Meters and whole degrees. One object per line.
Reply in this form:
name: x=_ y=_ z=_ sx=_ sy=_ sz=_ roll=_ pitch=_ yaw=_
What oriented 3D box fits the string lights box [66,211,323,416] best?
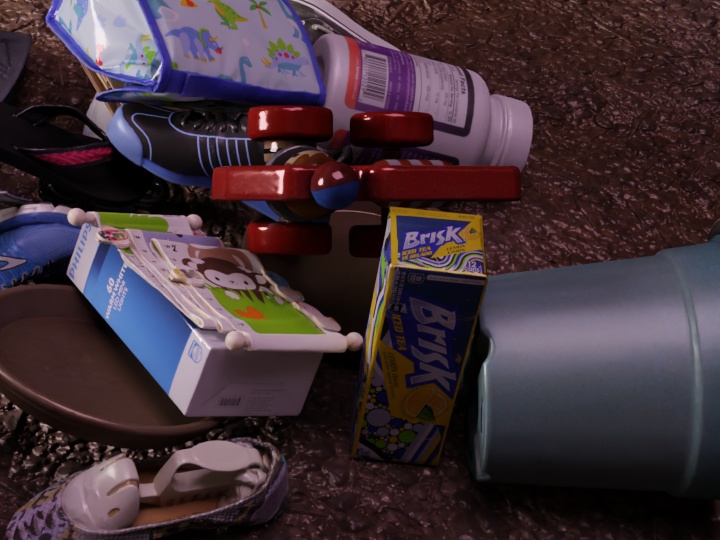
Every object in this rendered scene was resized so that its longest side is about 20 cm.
string lights box: x=-0.127 y=0.031 z=1.086 sx=0.102 sy=0.059 sz=0.200 roll=4 pitch=27 yaw=-41

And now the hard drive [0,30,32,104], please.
hard drive: x=-0.367 y=-0.164 z=1.276 sx=0.134 sy=0.043 sz=0.200 roll=8 pitch=29 yaw=-4

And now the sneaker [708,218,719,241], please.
sneaker: x=0.360 y=0.028 z=1.229 sx=0.200 sy=0.075 sz=0.106 roll=39 pitch=47 yaw=26

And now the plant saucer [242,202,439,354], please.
plant saucer: x=0.000 y=0.000 z=1.206 sx=0.199 sy=0.030 sz=0.201 roll=6 pitch=42 yaw=-5

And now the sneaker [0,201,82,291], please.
sneaker: x=-0.286 y=0.004 z=1.129 sx=0.199 sy=0.079 sz=0.090 roll=-8 pitch=68 yaw=-28

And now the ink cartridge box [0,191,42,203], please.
ink cartridge box: x=-0.357 y=-0.084 z=1.134 sx=0.199 sy=0.044 sz=0.196 roll=5 pitch=0 yaw=-6

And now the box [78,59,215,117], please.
box: x=-0.143 y=-0.155 z=1.312 sx=0.199 sy=0.021 sz=0.164 roll=1 pitch=41 yaw=-39

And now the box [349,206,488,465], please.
box: x=0.039 y=0.051 z=1.044 sx=0.070 sy=0.201 sz=0.065 roll=6 pitch=44 yaw=-5

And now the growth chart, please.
growth chart: x=-0.102 y=0.008 z=1.061 sx=0.200 sy=0.018 sz=0.144 roll=36 pitch=23 yaw=31

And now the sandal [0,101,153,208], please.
sandal: x=-0.242 y=-0.103 z=1.160 sx=0.199 sy=0.045 sz=0.075 roll=20 pitch=34 yaw=-39

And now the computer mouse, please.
computer mouse: x=-0.212 y=-0.125 z=1.291 sx=0.109 sy=0.044 sz=0.201 roll=9 pitch=43 yaw=-5

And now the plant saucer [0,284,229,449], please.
plant saucer: x=-0.185 y=0.070 z=1.055 sx=0.199 sy=0.030 sz=0.200 roll=20 pitch=21 yaw=-8

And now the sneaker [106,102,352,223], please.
sneaker: x=-0.102 y=-0.103 z=1.177 sx=0.199 sy=0.078 sz=0.070 roll=22 pitch=32 yaw=-8

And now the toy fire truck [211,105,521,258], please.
toy fire truck: x=-0.001 y=-0.065 z=1.069 sx=0.199 sy=0.113 sz=0.168 roll=1 pitch=1 yaw=-19

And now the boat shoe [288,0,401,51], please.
boat shoe: x=-0.037 y=-0.211 z=1.403 sx=0.199 sy=0.071 sz=0.064 roll=29 pitch=44 yaw=16

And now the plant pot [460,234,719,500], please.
plant pot: x=0.176 y=0.077 z=1.067 sx=0.195 sy=0.201 sz=0.201 roll=-3 pitch=44 yaw=-3

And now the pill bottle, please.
pill bottle: x=0.047 y=-0.134 z=1.297 sx=0.199 sy=0.112 sz=0.112 roll=12 pitch=41 yaw=-19

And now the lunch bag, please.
lunch bag: x=-0.143 y=-0.195 z=1.224 sx=0.169 sy=0.128 sz=0.200 roll=1 pitch=31 yaw=-41

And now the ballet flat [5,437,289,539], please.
ballet flat: x=-0.143 y=0.149 z=0.998 sx=0.199 sy=0.072 sz=0.072 roll=-8 pitch=46 yaw=-20
